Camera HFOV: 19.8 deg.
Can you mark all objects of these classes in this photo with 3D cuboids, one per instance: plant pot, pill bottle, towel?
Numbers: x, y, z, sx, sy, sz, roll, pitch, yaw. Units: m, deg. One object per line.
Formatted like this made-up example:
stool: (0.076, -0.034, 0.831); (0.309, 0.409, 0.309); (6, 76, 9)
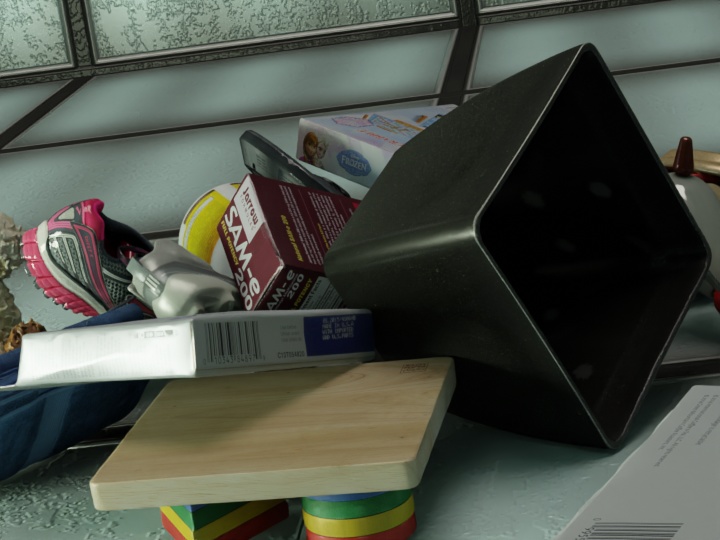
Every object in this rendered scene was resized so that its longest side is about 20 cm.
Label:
plant pot: (0.098, -0.008, 1.423); (0.177, 0.200, 0.200); (-9, 36, 42)
pill bottle: (-0.088, -0.010, 1.786); (0.109, 0.110, 0.200); (-12, 14, -14)
towel: (-0.228, 0.097, 1.476); (0.048, 0.112, 0.200); (40, 36, 20)

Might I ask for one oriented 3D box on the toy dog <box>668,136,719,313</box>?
toy dog: (0.268, -0.026, 1.536); (0.200, 0.097, 0.132); (34, 40, 33)

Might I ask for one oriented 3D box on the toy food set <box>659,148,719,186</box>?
toy food set: (0.335, -0.061, 1.759); (0.199, 0.049, 0.198); (15, -1, 34)

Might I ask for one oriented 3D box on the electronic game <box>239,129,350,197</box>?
electronic game: (-0.029, -0.057, 1.834); (0.042, 0.200, 0.200); (-50, 20, -2)

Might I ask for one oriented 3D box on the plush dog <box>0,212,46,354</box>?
plush dog: (-0.320, 0.076, 1.594); (0.199, 0.161, 0.172); (-27, 32, 1)

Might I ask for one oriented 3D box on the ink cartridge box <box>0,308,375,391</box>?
ink cartridge box: (-0.125, 0.052, 1.378); (0.199, 0.041, 0.199); (-7, -3, 34)

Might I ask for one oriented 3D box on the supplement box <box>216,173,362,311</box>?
supplement box: (0.000, 0.000, 1.557); (0.199, 0.061, 0.109); (13, 35, -30)

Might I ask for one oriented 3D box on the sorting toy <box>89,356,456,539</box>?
sorting toy: (-0.046, 0.125, 1.309); (0.199, 0.070, 0.199); (-5, 14, 11)

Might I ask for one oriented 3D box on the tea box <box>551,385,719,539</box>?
tea box: (0.159, 0.167, 0.755); (0.133, 0.198, 0.200); (0, 15, 28)

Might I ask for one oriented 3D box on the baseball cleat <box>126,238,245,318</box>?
baseball cleat: (-0.104, 0.022, 1.573); (0.106, 0.070, 0.200); (43, 6, 30)

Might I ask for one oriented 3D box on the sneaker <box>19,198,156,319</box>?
sneaker: (-0.174, 0.018, 1.619); (0.075, 0.200, 0.081); (-34, 45, 21)

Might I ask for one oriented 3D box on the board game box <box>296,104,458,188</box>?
board game box: (0.081, -0.100, 1.839); (0.199, 0.041, 0.200); (-9, 23, -42)

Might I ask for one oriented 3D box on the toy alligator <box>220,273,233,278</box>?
toy alligator: (-0.036, -0.010, 1.669); (0.199, 0.060, 0.054); (-13, 15, 2)
